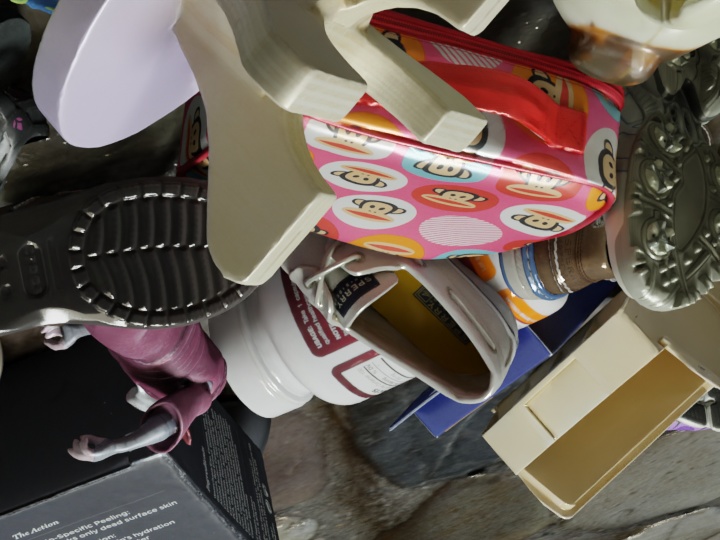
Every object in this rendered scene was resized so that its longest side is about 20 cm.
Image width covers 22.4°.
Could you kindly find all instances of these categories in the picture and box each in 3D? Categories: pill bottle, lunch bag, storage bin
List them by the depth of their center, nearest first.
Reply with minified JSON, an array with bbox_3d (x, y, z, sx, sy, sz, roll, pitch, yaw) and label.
[{"bbox_3d":[0.022,-0.067,0.877,0.200,0.082,0.176,13,165,-21],"label":"lunch bag"},{"bbox_3d":[0.013,0.010,1.079,0.200,0.113,0.113,-26,154,20],"label":"pill bottle"},{"bbox_3d":[0.204,0.050,1.207,0.198,0.094,0.200,-36,171,-38],"label":"storage bin"}]

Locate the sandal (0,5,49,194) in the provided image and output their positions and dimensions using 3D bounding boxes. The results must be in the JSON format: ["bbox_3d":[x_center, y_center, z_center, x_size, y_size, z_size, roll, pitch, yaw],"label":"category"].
[{"bbox_3d":[-0.175,-0.059,0.864,0.075,0.048,0.200,-53,176,-26],"label":"sandal"}]

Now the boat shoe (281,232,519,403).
[{"bbox_3d":[0.000,0.000,0.976,0.071,0.200,0.070,-45,-171,24],"label":"boat shoe"}]

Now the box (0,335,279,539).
[{"bbox_3d":[-0.181,0.154,1.208,0.196,0.118,0.200,-21,141,10],"label":"box"}]

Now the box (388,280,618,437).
[{"bbox_3d":[0.106,0.040,1.169,0.121,0.032,0.200,-41,179,43],"label":"box"}]

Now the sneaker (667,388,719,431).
[{"bbox_3d":[0.230,0.095,1.458,0.200,0.081,0.083,3,164,-17],"label":"sneaker"}]

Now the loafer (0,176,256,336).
[{"bbox_3d":[-0.142,-0.009,0.869,0.200,0.073,0.071,-5,-169,-22],"label":"loafer"}]

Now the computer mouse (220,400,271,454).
[{"bbox_3d":[-0.147,0.160,1.362,0.200,0.053,0.138,-28,152,24],"label":"computer mouse"}]

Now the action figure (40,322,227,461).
[{"bbox_3d":[-0.116,0.026,1.028,0.149,0.134,0.200,-28,143,-2],"label":"action figure"}]

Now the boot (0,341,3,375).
[{"bbox_3d":[-0.320,0.059,1.032,0.200,0.073,0.151,-15,156,11],"label":"boot"}]

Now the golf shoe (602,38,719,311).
[{"bbox_3d":[0.141,-0.050,0.940,0.078,0.200,0.097,36,134,-26],"label":"golf shoe"}]

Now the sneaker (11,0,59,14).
[{"bbox_3d":[-0.148,-0.128,0.739,0.200,0.076,0.105,-13,156,-10],"label":"sneaker"}]

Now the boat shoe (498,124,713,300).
[{"bbox_3d":[0.160,-0.035,1.026,0.072,0.072,0.200,1,-152,39],"label":"boat shoe"}]

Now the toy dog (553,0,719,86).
[{"bbox_3d":[0.119,-0.157,0.774,0.193,0.140,0.200,-7,157,13],"label":"toy dog"}]

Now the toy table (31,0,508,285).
[{"bbox_3d":[-0.025,-0.096,0.718,0.200,0.117,0.184,-52,160,26],"label":"toy table"}]
